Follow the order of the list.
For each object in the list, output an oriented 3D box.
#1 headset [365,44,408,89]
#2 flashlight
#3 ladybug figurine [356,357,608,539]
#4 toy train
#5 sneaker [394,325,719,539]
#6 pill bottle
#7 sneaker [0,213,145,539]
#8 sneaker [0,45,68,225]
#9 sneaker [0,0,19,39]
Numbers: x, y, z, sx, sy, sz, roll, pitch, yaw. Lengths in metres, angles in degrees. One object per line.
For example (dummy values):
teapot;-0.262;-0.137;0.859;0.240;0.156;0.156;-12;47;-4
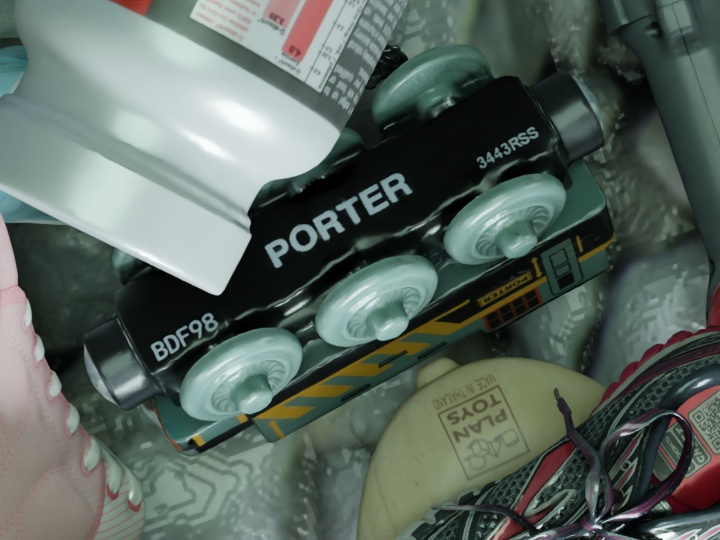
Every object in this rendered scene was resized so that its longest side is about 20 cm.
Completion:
headset;0.008;-0.169;0.949;0.123;0.094;0.200;4;106;-16
flashlight;0.136;-0.035;0.979;0.068;0.068;0.200;-14;84;-39
ladybug figurine;0.071;0.122;0.965;0.136;0.072;0.200;-24;90;-4
toy train;0.000;0.000;0.944;0.200;0.114;0.085;-30;64;-1
sneaker;0.071;0.089;0.891;0.081;0.075;0.200;45;83;-2
pill bottle;-0.041;-0.101;0.859;0.116;0.116;0.200;27;87;-2
sneaker;-0.128;0.051;0.933;0.075;0.105;0.201;22;115;39
sneaker;-0.113;-0.048;0.955;0.200;0.082;0.074;-14;90;-3
sneaker;-0.131;-0.119;0.939;0.200;0.116;0.074;-21;88;-5
